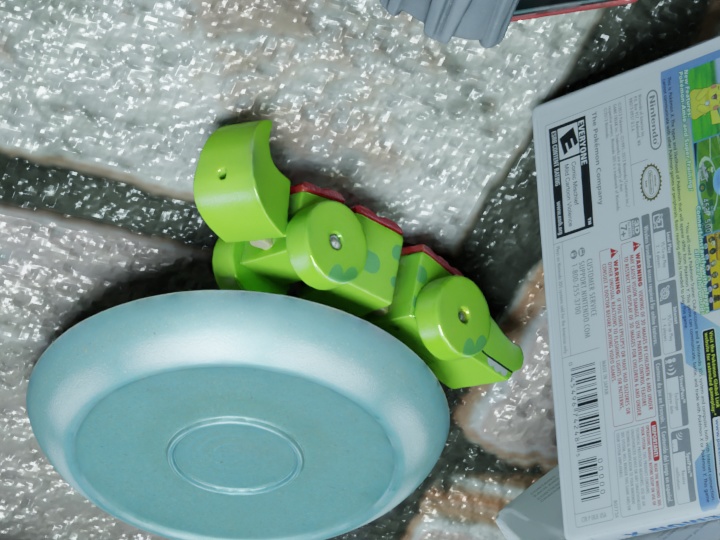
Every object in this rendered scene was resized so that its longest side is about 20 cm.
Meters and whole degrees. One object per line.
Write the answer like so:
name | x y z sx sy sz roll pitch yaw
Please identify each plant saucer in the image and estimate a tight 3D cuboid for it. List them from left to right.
plant saucer | -0.058 0.079 1.181 0.199 0.027 0.200 1 143 1

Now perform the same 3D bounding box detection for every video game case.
video game case | 0.149 0.002 1.059 0.022 0.201 0.182 10 160 -40

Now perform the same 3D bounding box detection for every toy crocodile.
toy crocodile | 0.000 0.000 1.153 0.200 0.062 0.067 32 149 -34

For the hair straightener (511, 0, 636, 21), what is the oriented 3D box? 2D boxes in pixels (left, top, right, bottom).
hair straightener | 0.119 -0.134 1.018 0.199 0.041 0.077 0 162 25

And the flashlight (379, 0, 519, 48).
flashlight | 0.066 -0.178 0.962 0.068 0.068 0.200 10 125 -14

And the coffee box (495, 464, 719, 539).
coffee box | 0.214 0.153 1.146 0.199 0.200 0.198 -36 104 -6
